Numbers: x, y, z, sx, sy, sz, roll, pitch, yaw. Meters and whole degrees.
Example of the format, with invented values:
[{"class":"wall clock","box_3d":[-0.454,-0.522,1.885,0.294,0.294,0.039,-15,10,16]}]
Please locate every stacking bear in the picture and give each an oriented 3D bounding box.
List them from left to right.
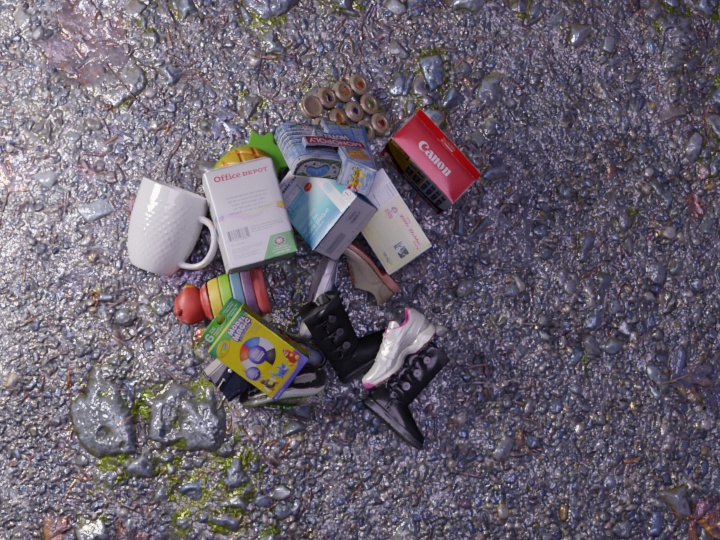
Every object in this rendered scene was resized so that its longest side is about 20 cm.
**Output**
[{"class":"stacking bear","box_3d":[-0.296,0.059,1.600,0.196,0.121,0.116,-13,95,-7]}]

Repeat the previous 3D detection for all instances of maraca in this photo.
[{"class":"maraca","box_3d":[-0.237,-0.216,1.640,0.137,0.107,0.201,39,70,3]}]

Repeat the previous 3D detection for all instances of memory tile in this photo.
[{"class":"memory tile","box_3d":[-0.031,-0.346,1.687,0.199,0.017,0.155,-33,96,-34]}]

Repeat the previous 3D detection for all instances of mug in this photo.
[{"class":"mug","box_3d":[-0.386,-0.077,1.571,0.197,0.148,0.178,21,94,12]}]

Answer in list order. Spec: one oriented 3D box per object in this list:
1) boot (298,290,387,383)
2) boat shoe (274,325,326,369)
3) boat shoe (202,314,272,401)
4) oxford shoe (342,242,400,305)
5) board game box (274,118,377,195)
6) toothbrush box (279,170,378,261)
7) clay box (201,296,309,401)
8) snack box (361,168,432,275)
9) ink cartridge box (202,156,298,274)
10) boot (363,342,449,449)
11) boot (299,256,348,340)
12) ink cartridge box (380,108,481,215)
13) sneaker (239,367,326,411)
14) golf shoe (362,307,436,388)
[{"class":"boot","box_3d":[-0.023,0.119,1.610,0.164,0.065,0.202,-39,119,-16]},{"class":"boat shoe","box_3d":[-0.162,0.162,1.633,0.197,0.057,0.070,19,80,-5]},{"class":"boat shoe","box_3d":[-0.234,0.187,1.585,0.200,0.075,0.093,-43,84,20]},{"class":"oxford shoe","box_3d":[0.000,0.000,1.655,0.074,0.071,0.200,-45,107,5]},{"class":"board game box","box_3d":[-0.054,-0.234,1.534,0.197,0.201,0.062,3,126,-28]},{"class":"toothbrush box","box_3d":[-0.080,-0.143,1.596,0.147,0.085,0.201,-48,52,12]},{"class":"clay box","box_3d":[-0.214,0.157,1.520,0.199,0.048,0.115,37,99,-12]},{"class":"snack box","box_3d":[0.056,-0.106,1.644,0.115,0.037,0.202,-33,93,6]},{"class":"ink cartridge box","box_3d":[-0.224,-0.110,1.524,0.143,0.087,0.203,-16,86,-16]},{"class":"boot","box_3d":[0.127,0.264,1.662,0.164,0.066,0.201,41,75,-4]},{"class":"boot","box_3d":[-0.064,0.061,1.663,0.089,0.073,0.203,20,83,-20]},{"class":"ink cartridge box","box_3d":[0.152,-0.236,1.667,0.084,0.176,0.200,-44,91,-11]},{"class":"sneaker","box_3d":[-0.161,0.274,1.616,0.196,0.077,0.090,-10,124,7]},{"class":"golf shoe","box_3d":[0.067,0.164,1.605,0.200,0.075,0.092,-42,96,-13]}]
